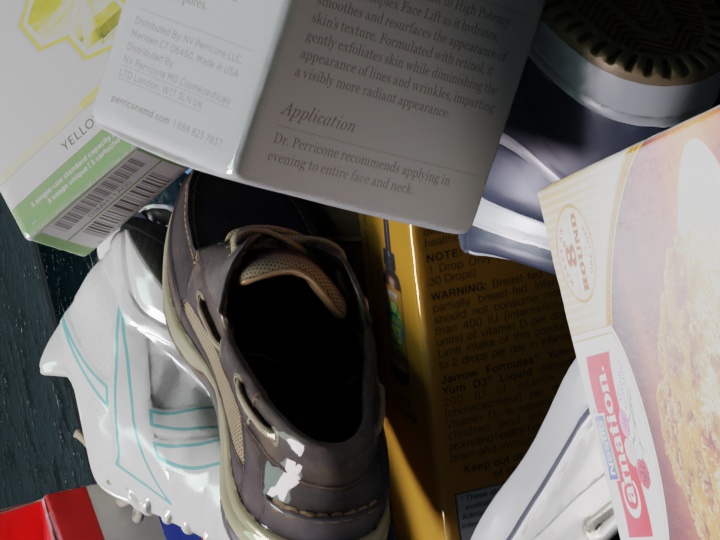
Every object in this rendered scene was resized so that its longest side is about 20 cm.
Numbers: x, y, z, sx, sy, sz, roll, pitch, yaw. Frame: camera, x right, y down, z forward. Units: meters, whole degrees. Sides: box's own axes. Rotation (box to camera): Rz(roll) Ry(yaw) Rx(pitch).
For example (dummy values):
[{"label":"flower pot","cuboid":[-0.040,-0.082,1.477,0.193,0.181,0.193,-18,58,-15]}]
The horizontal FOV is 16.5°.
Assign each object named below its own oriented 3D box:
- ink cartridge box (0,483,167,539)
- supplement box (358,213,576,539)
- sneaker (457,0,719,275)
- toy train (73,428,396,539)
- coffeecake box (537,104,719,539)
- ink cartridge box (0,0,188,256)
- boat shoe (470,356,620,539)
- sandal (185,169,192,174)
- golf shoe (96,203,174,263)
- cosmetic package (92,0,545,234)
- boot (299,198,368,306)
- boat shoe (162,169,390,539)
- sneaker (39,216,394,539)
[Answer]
[{"label":"ink cartridge box","cuboid":[-0.084,0.151,1.161,0.116,0.200,0.067,96,156,-47]},{"label":"supplement box","cuboid":[0.043,0.037,0.906,0.067,0.069,0.200,-148,47,-67]},{"label":"sneaker","cuboid":[0.047,-0.079,0.807,0.200,0.070,0.109,-122,28,-42]},{"label":"toy train","cuboid":[-0.038,0.088,1.078,0.200,0.116,0.085,41,151,53]},{"label":"coffeecake box","cuboid":[0.125,0.031,0.620,0.200,0.073,0.154,154,103,-73]},{"label":"ink cartridge box","cuboid":[-0.111,-0.127,0.993,0.048,0.146,0.200,19,-145,-59]},{"label":"boat shoe","cuboid":[0.086,0.094,0.808,0.200,0.072,0.066,112,148,-48]},{"label":"sandal","cuboid":[-0.051,-0.064,1.112,0.200,0.087,0.080,106,146,-61]},{"label":"golf shoe","cuboid":[-0.063,0.011,1.120,0.095,0.078,0.200,66,-170,6]},{"label":"cosmetic package","cuboid":[0.007,-0.119,0.707,0.074,0.102,0.200,22,97,44]},{"label":"boot","cuboid":[0.000,0.000,1.025,0.200,0.074,0.076,7,117,70]},{"label":"boat shoe","cuboid":[-0.024,0.019,0.905,0.200,0.074,0.073,-111,28,-44]},{"label":"sneaker","cuboid":[-0.056,0.073,0.970,0.080,0.070,0.200,-47,57,18]}]
